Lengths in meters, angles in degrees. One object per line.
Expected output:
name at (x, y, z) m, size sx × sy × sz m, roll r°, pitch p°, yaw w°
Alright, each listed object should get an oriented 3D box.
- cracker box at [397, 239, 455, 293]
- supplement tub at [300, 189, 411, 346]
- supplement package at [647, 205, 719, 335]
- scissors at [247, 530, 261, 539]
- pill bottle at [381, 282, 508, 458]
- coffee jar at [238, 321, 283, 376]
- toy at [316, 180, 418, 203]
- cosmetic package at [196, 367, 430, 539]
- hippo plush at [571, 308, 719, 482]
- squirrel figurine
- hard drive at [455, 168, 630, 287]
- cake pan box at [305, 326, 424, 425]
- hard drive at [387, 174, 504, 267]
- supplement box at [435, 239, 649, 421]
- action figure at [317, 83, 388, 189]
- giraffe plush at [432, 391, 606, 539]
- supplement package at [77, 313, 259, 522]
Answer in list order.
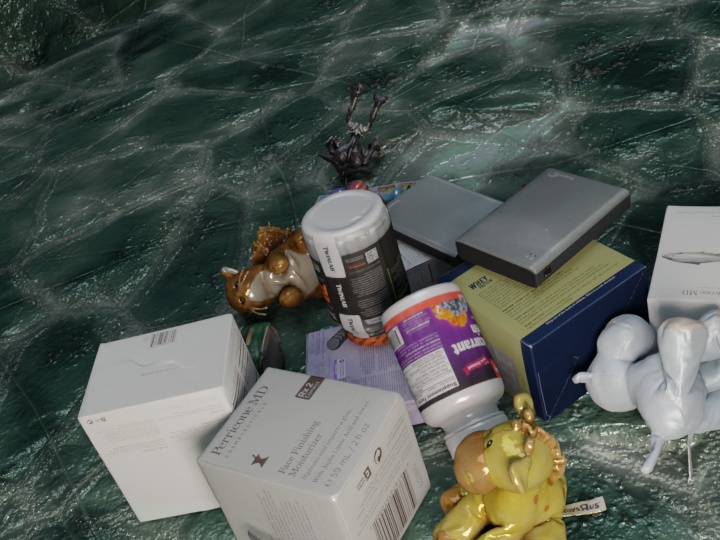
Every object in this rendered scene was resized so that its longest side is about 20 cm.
cracker box at (0.110, -0.038, 1.496) m, size 0.199 × 0.058 × 0.134 m, roll -24°, pitch 36°, yaw -9°
supplement tub at (0.000, 0.000, 1.290) m, size 0.122 × 0.201 × 0.123 m, roll -12°, pitch 33°, yaw 8°
supplement package at (0.451, 0.018, 1.215) m, size 0.116 × 0.118 × 0.200 m, roll 2°, pitch 40°, yaw 25°
scissors at (-0.065, 0.331, 0.995) m, size 0.073 × 0.014 × 0.200 m, roll -37°, pitch 37°, yaw -1°
pill bottle at (0.112, 0.126, 1.162) m, size 0.111 × 0.111 × 0.201 m, roll -22°, pitch 75°, yaw -5°
coffee jar at (-0.221, 0.141, 1.384) m, size 0.198 × 0.086 × 0.105 m, roll -10°, pitch 36°, yaw 13°
toy at (-0.002, -0.131, 1.680) m, size 0.198 × 0.047 × 0.115 m, roll -4°, pitch 36°, yaw 18°
cosmetic package at (-0.051, 0.241, 1.103) m, size 0.199 × 0.166 × 0.165 m, roll 7°, pitch 41°, yaw 31°
hippo plush at (0.359, 0.136, 1.116) m, size 0.160 × 0.158 × 0.201 m, roll 11°, pitch 84°, yaw 59°
squirrel figurine at (-0.129, 0.002, 1.516) m, size 0.186 × 0.142 × 0.200 m, roll -27°, pitch 21°, yaw 6°
hard drive at (0.245, -0.062, 1.244) m, size 0.200 × 0.033 × 0.139 m, roll -36°, pitch 39°, yaw -27°
cake pan box at (0.016, 0.146, 1.301) m, size 0.183 × 0.053 × 0.201 m, roll -16°, pitch 35°, yaw 8°
hard drive at (0.131, -0.081, 1.467) m, size 0.139 × 0.033 × 0.200 m, roll -36°, pitch 39°, yaw -23°
supplement box at (0.245, 0.056, 1.243) m, size 0.199 × 0.135 × 0.200 m, roll -31°, pitch 37°, yaw -19°
action figure at (-0.009, -0.251, 1.800) m, size 0.118 × 0.102 × 0.201 m, roll 18°, pitch 85°, yaw 4°
giraffe plush at (0.165, 0.235, 1.015) m, size 0.199 × 0.163 × 0.173 m, roll -23°, pitch 35°, yaw -6°
supplement package at (-0.229, 0.194, 1.218) m, size 0.190 × 0.201 × 0.148 m, roll -12°, pitch 35°, yaw 8°
